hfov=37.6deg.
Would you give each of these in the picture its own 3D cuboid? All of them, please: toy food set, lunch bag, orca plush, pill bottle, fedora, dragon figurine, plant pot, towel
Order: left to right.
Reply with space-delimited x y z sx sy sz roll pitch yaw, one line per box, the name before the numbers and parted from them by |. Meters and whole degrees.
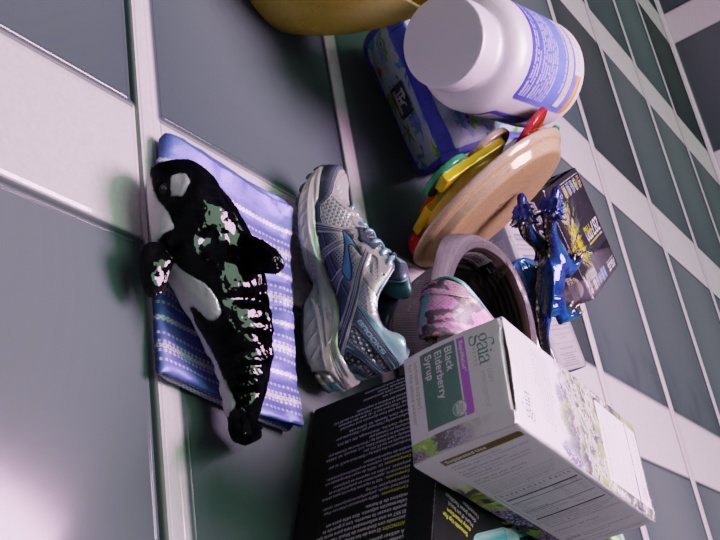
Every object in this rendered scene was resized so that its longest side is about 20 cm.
towel | -0.094 0.006 0.775 0.145 0.024 0.201 32 42 -45
orca plush | -0.085 0.011 0.701 0.105 0.071 0.201 19 53 -50
plant pot | -0.036 -0.304 1.000 0.200 0.141 0.201 41 37 -40
lunch bag | 0.089 -0.198 1.155 0.171 0.127 0.200 66 18 1
fedora | 0.088 0.064 0.976 0.177 0.090 0.201 42 42 -35
toy food set | 0.125 -0.079 1.057 0.200 0.198 0.049 -33 73 -29
pill bottle | 0.126 -0.201 1.004 0.200 0.112 0.113 1 67 -57
dragon figurine | 0.179 0.019 1.059 0.099 0.059 0.201 13 83 -54

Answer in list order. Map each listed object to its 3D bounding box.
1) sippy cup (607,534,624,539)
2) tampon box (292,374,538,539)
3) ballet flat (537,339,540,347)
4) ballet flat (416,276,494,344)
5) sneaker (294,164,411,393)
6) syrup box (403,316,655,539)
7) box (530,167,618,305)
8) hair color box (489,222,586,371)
sippy cup | 0.189 0.269 0.963 0.130 0.139 0.179 -19 124 -73
tampon box | 0.045 0.196 0.754 0.150 0.126 0.201 47 33 -29
ballet flat | 0.171 0.131 1.104 0.062 0.067 0.201 -23 88 -53
ballet flat | 0.111 0.085 0.866 0.200 0.069 0.071 41 61 -30
sneaker | 0.000 0.000 0.865 0.078 0.086 0.201 53 27 -60
syrup box | 0.117 0.118 0.719 0.200 0.081 0.079 36 37 -41
box | 0.292 -0.049 1.477 0.200 0.049 0.162 -29 97 -63
hair color box | 0.183 0.028 1.208 0.099 0.060 0.201 0 69 -61
